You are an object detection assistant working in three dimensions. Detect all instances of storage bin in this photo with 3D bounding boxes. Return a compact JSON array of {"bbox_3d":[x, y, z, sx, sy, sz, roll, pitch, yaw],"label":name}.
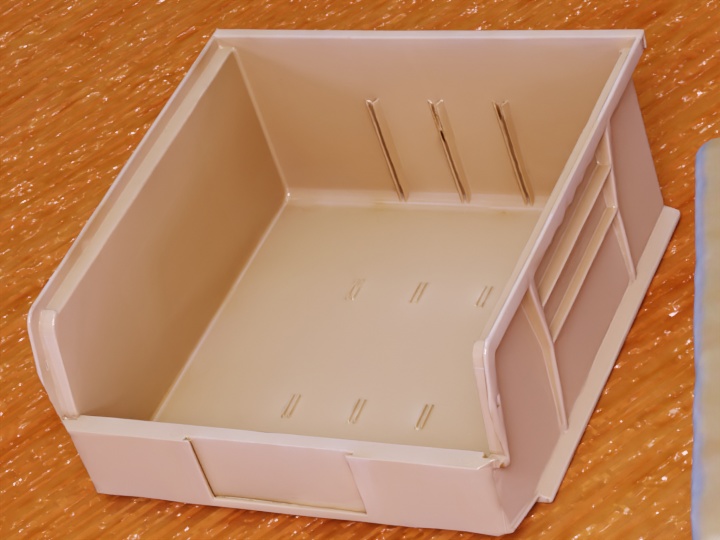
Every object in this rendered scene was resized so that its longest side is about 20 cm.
[{"bbox_3d":[0.000,0.000,1.032,0.199,0.094,0.199,3,43,28],"label":"storage bin"}]

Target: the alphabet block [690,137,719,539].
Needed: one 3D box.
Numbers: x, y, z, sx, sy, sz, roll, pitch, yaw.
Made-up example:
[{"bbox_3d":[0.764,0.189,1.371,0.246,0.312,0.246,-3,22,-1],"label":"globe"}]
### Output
[{"bbox_3d":[0.213,0.072,0.765,0.199,0.196,0.197,-8,40,14],"label":"alphabet block"}]
